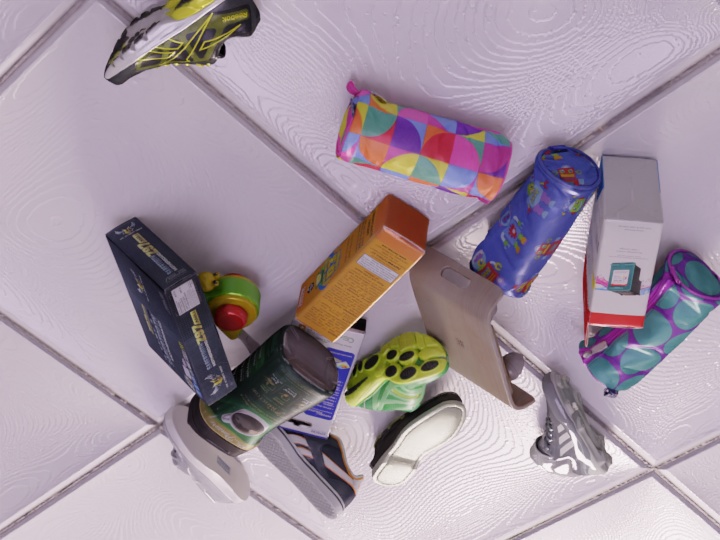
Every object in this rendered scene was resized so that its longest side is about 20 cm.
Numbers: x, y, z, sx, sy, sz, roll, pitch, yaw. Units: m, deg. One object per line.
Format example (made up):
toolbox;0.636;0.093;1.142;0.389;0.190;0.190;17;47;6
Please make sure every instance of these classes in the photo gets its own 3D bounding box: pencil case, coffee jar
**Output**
pencil case;0.069;-0.140;1.498;0.199;0.089;0.089;18;132;-8
pencil case;0.350;0.064;1.634;0.092;0.085;0.200;6;138;-34
coffee jar;-0.129;0.159;1.738;0.200;0.086;0.104;-36;121;29
pencil case;0.199;-0.057;1.555;0.078;0.087;0.200;-8;143;-35

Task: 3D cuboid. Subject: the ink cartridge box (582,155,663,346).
ink cartridge box;0.298;-0.017;1.549;0.067;0.117;0.201;4;133;4

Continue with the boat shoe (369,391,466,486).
boat shoe;0.074;0.218;1.830;0.071;0.061;0.201;19;133;-25

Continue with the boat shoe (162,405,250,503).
boat shoe;-0.233;0.267;1.923;0.068;0.072;0.200;-17;136;23

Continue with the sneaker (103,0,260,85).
sneaker;-0.193;-0.244;1.448;0.199;0.075;0.085;-28;123;29

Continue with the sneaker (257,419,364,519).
sneaker;-0.080;0.249;1.878;0.200;0.079;0.078;48;150;-1

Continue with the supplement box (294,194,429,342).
supplement box;0.000;0.000;1.644;0.069;0.067;0.200;29;129;-17

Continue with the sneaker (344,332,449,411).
sneaker;0.058;0.135;1.747;0.083;0.075;0.200;23;151;-26

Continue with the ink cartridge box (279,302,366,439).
ink cartridge box;-0.063;0.135;1.785;0.094;0.037;0.201;15;125;-6

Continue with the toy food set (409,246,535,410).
toy food set;0.142;0.070;1.650;0.143;0.060;0.201;32;152;43

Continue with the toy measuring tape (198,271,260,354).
toy measuring tape;-0.141;0.061;1.724;0.073;0.074;0.200;-19;136;23

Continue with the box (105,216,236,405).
box;-0.235;0.051;1.672;0.051;0.158;0.201;-31;133;-20

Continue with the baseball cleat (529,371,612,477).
baseball cleat;0.263;0.217;1.795;0.106;0.070;0.200;-18;126;22
